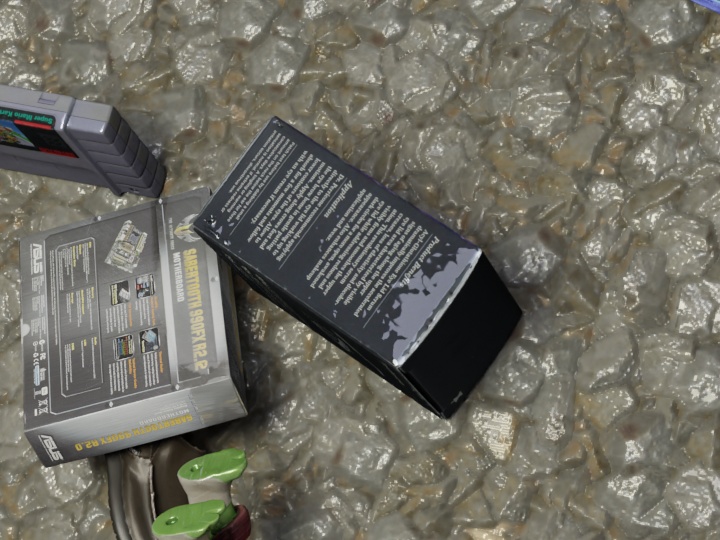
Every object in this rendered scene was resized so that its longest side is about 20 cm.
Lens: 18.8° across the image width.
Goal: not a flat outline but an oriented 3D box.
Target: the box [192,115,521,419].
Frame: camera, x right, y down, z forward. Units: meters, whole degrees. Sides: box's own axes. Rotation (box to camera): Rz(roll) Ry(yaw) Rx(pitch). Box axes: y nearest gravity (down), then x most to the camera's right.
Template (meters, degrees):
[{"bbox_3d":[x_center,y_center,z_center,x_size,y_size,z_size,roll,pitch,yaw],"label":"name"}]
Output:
[{"bbox_3d":[0.000,0.000,1.572,0.200,0.148,0.104,33,83,22],"label":"box"}]

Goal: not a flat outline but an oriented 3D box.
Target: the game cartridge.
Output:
[{"bbox_3d":[-0.265,-0.106,1.694,0.200,0.130,0.038,11,76,20],"label":"game cartridge"}]

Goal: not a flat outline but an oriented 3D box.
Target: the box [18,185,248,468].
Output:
[{"bbox_3d":[-0.173,0.039,1.620,0.158,0.048,0.200,-15,47,4],"label":"box"}]

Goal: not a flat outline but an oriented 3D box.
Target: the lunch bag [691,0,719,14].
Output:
[{"bbox_3d":[0.263,-0.285,1.635,0.200,0.094,0.151,30,81,10],"label":"lunch bag"}]

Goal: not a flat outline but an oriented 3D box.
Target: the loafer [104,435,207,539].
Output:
[{"bbox_3d":[-0.147,0.152,1.603,0.071,0.073,0.200,-22,67,10],"label":"loafer"}]

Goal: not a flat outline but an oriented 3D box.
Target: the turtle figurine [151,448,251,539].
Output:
[{"bbox_3d":[-0.056,0.229,1.502,0.144,0.194,0.200,-36,30,-33],"label":"turtle figurine"}]
